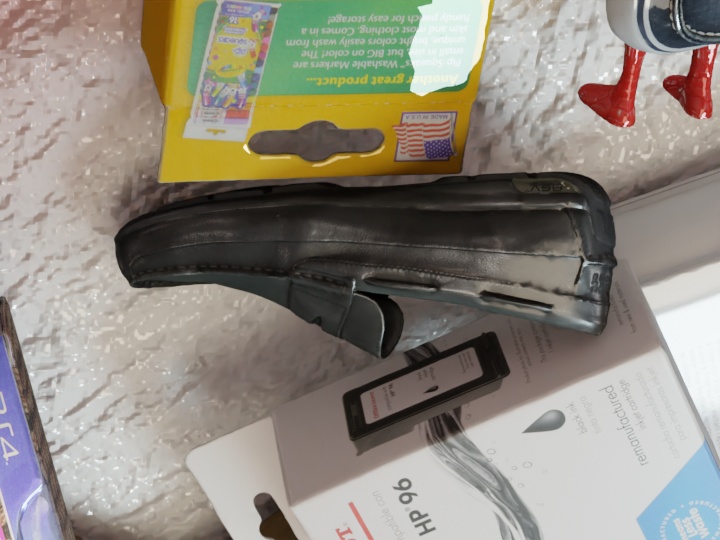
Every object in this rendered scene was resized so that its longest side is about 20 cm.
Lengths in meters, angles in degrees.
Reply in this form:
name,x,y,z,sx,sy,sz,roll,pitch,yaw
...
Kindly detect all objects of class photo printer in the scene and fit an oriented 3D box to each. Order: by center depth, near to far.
name,x,y,z,sx,sy,sz,roll,pitch,yaw
photo printer,0.170,0.030,1.138,0.200,0.069,0.166,-20,128,-2

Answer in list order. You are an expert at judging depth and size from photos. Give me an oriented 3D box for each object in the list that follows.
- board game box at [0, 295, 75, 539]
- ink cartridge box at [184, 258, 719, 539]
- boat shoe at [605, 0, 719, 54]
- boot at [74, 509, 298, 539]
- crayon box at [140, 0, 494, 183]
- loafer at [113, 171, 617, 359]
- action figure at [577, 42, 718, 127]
name,x,y,z,sx,sy,sz,roll,pitch,yaw
board game box,-0.213,0.116,1.023,0.200,0.097,0.160,-15,100,-6
ink cartridge box,0.042,0.092,1.064,0.200,0.068,0.116,-24,124,7
boat shoe,0.191,-0.121,0.976,0.200,0.091,0.071,-25,131,-27
boot,-0.040,0.118,1.147,0.200,0.066,0.175,-34,135,7
crayon box,-0.012,-0.130,0.972,0.126,0.052,0.200,-2,126,-16
loafer,0.000,0.000,1.025,0.200,0.068,0.070,-2,89,13
action figure,0.123,-0.155,0.999,0.065,0.052,0.200,-4,122,-22
